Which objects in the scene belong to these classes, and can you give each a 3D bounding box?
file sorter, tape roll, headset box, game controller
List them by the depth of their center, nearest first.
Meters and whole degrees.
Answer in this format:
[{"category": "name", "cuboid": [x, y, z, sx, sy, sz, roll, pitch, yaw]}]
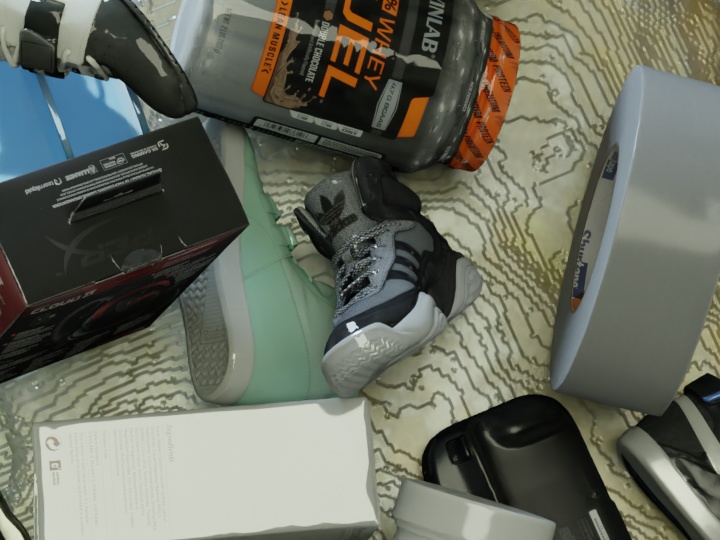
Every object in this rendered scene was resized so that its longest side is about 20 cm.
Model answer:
[{"category": "headset box", "cuboid": [-0.165, -0.008, 1.416, 0.148, 0.200, 0.075, -21, 80, -29]}, {"category": "tape roll", "cuboid": [0.169, -0.017, 1.461, 0.066, 0.200, 0.201, 14, 78, -1]}, {"category": "file sorter", "cuboid": [-0.236, -0.093, 1.487, 0.199, 0.123, 0.139, -20, 80, -8]}, {"category": "game controller", "cuboid": [0.116, 0.177, 1.506, 0.104, 0.042, 0.201, -20, 81, -23]}]

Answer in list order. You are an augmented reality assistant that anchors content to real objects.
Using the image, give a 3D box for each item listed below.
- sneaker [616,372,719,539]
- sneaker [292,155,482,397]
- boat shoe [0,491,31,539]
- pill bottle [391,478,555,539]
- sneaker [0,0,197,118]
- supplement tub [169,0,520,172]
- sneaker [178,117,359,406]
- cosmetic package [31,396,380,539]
[{"category": "sneaker", "cuboid": [0.259, 0.148, 1.499, 0.112, 0.073, 0.200, -37, 82, -9]}, {"category": "sneaker", "cuboid": [0.000, 0.000, 1.453, 0.075, 0.200, 0.114, -36, 90, 22]}, {"category": "boat shoe", "cuboid": [-0.250, 0.133, 1.466, 0.067, 0.072, 0.201, -30, 83, -3]}, {"category": "pill bottle", "cuboid": [0.041, 0.230, 1.430, 0.115, 0.116, 0.201, 16, 88, -1]}, {"category": "sneaker", "cuboid": [-0.181, -0.138, 1.404, 0.200, 0.074, 0.089, 41, 78, 15]}, {"category": "supplement tub", "cuboid": [-0.011, -0.133, 1.504, 0.199, 0.122, 0.123, 15, 78, -11]}, {"category": "sneaker", "cuboid": [-0.053, 0.001, 1.519, 0.118, 0.074, 0.201, 14, 55, -33]}, {"category": "cosmetic package", "cuboid": [-0.091, 0.127, 1.459, 0.199, 0.113, 0.082, -3, 78, -3]}]
